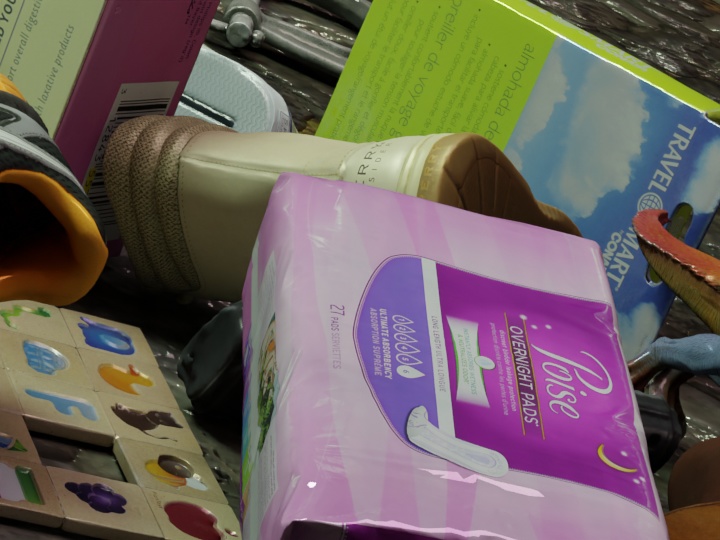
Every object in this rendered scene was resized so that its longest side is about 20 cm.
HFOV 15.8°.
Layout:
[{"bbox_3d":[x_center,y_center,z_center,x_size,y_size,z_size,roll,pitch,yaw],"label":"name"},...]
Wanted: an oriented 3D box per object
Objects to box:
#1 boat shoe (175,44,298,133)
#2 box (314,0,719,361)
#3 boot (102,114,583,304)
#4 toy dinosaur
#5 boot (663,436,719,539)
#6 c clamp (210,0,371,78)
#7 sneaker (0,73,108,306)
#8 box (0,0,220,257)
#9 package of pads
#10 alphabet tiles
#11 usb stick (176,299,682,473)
[{"bbox_3d":[-0.113,-0.093,1.195,0.199,0.072,0.062,34,-5,21],"label":"boat shoe"},{"bbox_3d":[0.079,-0.054,1.203,0.199,0.123,0.048,31,17,24],"label":"box"},{"bbox_3d":[0.000,0.000,1.013,0.154,0.073,0.200,6,-19,25],"label":"boot"},{"bbox_3d":[0.187,0.030,1.030,0.105,0.180,0.202,33,47,-54],"label":"toy dinosaur"},{"bbox_3d":[0.068,0.096,0.895,0.198,0.069,0.189,12,27,-12],"label":"boot"},{"bbox_3d":[-0.041,-0.150,1.494,0.170,0.027,0.200,23,18,0],"label":"c clamp"},{"bbox_3d":[-0.154,-0.020,0.749,0.199,0.079,0.077,-9,42,-47],"label":"sneaker"},{"bbox_3d":[-0.162,-0.123,0.999,0.199,0.177,0.097,27,14,18],"label":"box"},{"bbox_3d":[0.025,0.052,0.791,0.119,0.076,0.200,11,30,-9],"label":"package of pads"},{"bbox_3d":[-0.135,0.032,0.873,0.166,0.008,0.200,15,19,-25],"label":"alphabet tiles"},{"bbox_3d":[0.028,0.049,0.957,0.199,0.055,0.033,14,48,-29],"label":"usb stick"}]
